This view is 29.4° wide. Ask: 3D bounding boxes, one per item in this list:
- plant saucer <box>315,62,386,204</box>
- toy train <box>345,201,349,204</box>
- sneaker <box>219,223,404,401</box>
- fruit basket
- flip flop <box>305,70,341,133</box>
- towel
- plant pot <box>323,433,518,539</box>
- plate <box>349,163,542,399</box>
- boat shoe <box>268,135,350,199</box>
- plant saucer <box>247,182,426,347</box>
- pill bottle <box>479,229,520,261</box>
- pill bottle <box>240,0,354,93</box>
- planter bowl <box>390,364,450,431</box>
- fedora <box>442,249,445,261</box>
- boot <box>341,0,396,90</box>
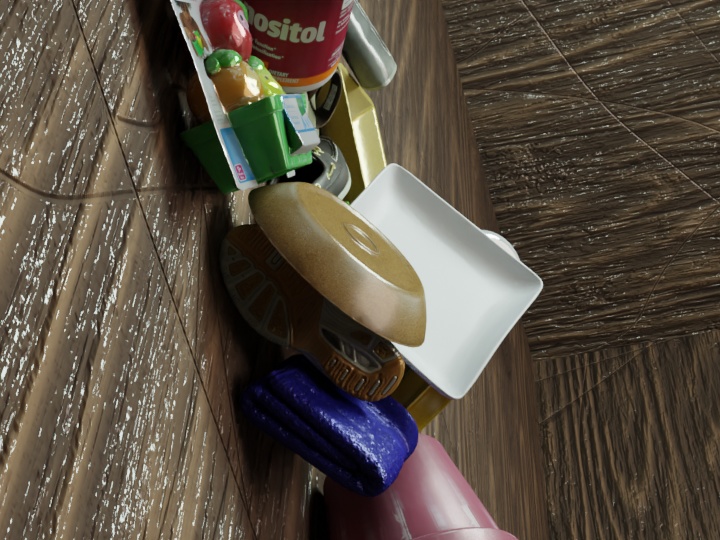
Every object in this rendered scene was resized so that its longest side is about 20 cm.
[{"bbox_3d":[-0.006,-0.136,1.719,0.200,0.048,0.201,32,44,-75],"label":"plant saucer"},{"bbox_3d":[-0.007,0.014,1.615,0.056,0.042,0.201,-91,169,-85],"label":"toy train"},{"bbox_3d":[-0.051,0.038,1.201,0.200,0.076,0.088,46,-2,-14],"label":"sneaker"},{"bbox_3d":[-0.105,-0.169,1.154,0.185,0.093,0.201,-34,110,-78],"label":"fruit basket"},{"bbox_3d":[-0.049,-0.200,1.548,0.081,0.057,0.201,63,19,-55],"label":"flip flop"},{"bbox_3d":[-0.019,0.125,1.210,0.050,0.147,0.200,-58,174,10],"label":"towel"},{"bbox_3d":[0.048,0.265,1.314,0.200,0.199,0.179,64,3,-54],"label":"plant pot"},{"bbox_3d":[0.056,0.011,1.319,0.200,0.199,0.032,-48,174,-43],"label":"plate"},{"bbox_3d":[-0.054,-0.092,1.386,0.201,0.071,0.061,-78,159,-57],"label":"boat shoe"},{"bbox_3d":[-0.009,-0.015,1.189,0.200,0.035,0.200,39,14,-12],"label":"plant saucer"},{"bbox_3d":[0.080,0.009,1.512,0.200,0.110,0.111,4,-71,58],"label":"pill bottle"},{"bbox_3d":[-0.057,-0.268,1.245,0.200,0.112,0.113,107,-14,-48],"label":"pill bottle"},{"bbox_3d":[0.047,0.127,1.547,0.083,0.200,0.200,45,3,15],"label":"planter bowl"},{"bbox_3d":[0.000,0.000,1.433,0.091,0.200,0.201,32,37,-28],"label":"fedora"},{"bbox_3d":[-0.026,-0.304,1.656,0.182,0.072,0.201,-78,146,-64],"label":"boot"}]
